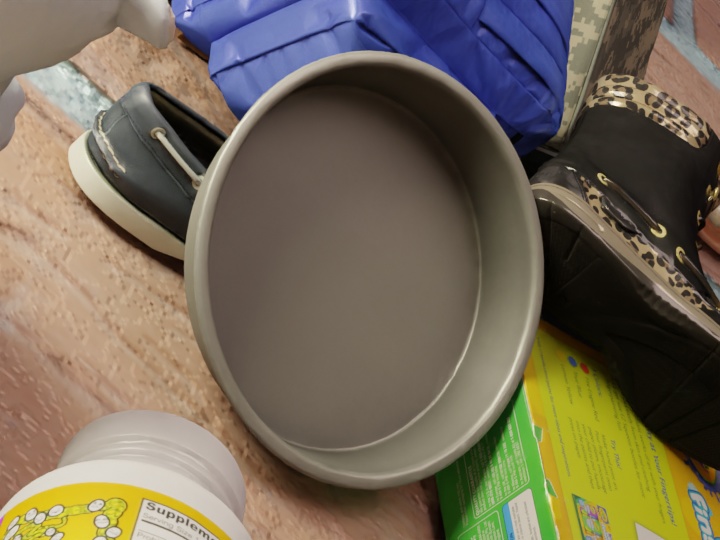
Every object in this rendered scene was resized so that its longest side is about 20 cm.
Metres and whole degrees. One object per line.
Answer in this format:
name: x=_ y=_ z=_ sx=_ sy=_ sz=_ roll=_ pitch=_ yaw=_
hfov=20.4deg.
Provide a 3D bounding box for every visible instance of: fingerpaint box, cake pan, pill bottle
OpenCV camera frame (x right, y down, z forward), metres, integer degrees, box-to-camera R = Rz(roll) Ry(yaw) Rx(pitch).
fingerpaint box: x=0.120 y=0.139 z=1.006 sx=0.166 sy=0.073 sz=0.201 roll=28 pitch=37 yaw=-35
cake pan: x=0.000 y=0.000 z=0.936 sx=0.199 sy=0.037 sz=0.202 roll=0 pitch=89 yaw=-35
pill bottle: x=-0.088 y=0.134 z=0.668 sx=0.104 sy=0.104 sz=0.201 roll=40 pitch=27 yaw=-17

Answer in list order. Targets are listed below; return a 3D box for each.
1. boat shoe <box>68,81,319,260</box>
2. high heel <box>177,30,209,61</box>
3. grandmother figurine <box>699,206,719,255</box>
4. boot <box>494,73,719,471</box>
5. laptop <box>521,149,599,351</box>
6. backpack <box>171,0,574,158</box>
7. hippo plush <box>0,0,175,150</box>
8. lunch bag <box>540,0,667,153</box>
boat shoe: x=-0.049 y=-0.027 z=0.983 sx=0.199 sy=0.062 sz=0.075 roll=34 pitch=28 yaw=-28
high heel: x=-0.123 y=-0.201 z=1.091 sx=0.200 sy=0.067 sz=0.097 roll=47 pitch=32 yaw=-38
grandmother figurine: x=0.234 y=-0.064 z=1.474 sx=0.199 sy=0.061 sz=0.121 roll=28 pitch=6 yaw=-31
boot: x=0.166 y=-0.002 z=1.057 sx=0.200 sy=0.073 sz=0.151 roll=42 pitch=41 yaw=-9
laptop: x=0.088 y=0.009 z=1.203 sx=0.199 sy=0.117 sz=0.187 roll=23 pitch=23 yaw=12
backpack: x=0.012 y=-0.120 z=1.060 sx=0.200 sy=0.162 sz=0.169 roll=36 pitch=52 yaw=-44
hippo plush: x=-0.159 y=-0.102 z=0.689 sx=0.159 sy=0.161 sz=0.201 roll=40 pitch=28 yaw=-19
lunch bag: x=0.102 y=-0.175 z=1.327 sx=0.167 sy=0.140 sz=0.200 roll=19 pitch=21 yaw=16
